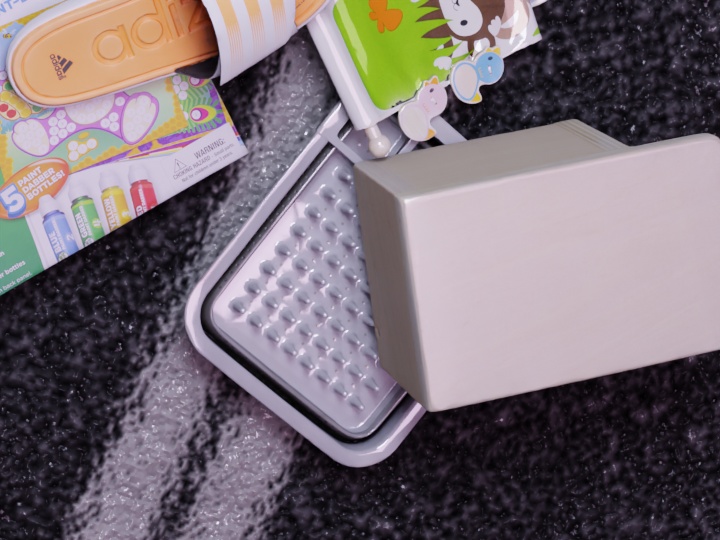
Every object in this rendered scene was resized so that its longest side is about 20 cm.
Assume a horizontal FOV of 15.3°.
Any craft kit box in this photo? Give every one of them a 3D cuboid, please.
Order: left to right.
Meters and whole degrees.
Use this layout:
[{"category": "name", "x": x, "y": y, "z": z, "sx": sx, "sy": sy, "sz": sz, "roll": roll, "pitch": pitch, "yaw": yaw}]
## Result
[{"category": "craft kit box", "x": -0.193, "y": -0.106, "z": 1.532, "sx": 0.200, "sy": 0.049, "sz": 0.198, "roll": -31, "pitch": 108, "yaw": -12}]

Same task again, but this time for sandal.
[{"category": "sandal", "x": -0.094, "y": -0.134, "z": 1.493, "sx": 0.206, "sy": 0.059, "sz": 0.079, "roll": -25, "pitch": 122, "yaw": -5}]

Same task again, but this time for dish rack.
[{"category": "dish rack", "x": 0.000, "y": 0.000, "z": 1.626, "sx": 0.172, "sy": 0.044, "sz": 0.200, "roll": 40, "pitch": 86, "yaw": -24}]

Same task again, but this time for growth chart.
[{"category": "growth chart", "x": 0.048, "y": -0.171, "z": 1.595, "sx": 0.200, "sy": 0.018, "sz": 0.145, "roll": -40, "pitch": 106, "yaw": -22}]

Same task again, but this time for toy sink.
[{"category": "toy sink", "x": 0.109, "y": -0.011, "z": 1.582, "sx": 0.199, "sy": 0.112, "sz": 0.131, "roll": -12, "pitch": 107, "yaw": -13}]
